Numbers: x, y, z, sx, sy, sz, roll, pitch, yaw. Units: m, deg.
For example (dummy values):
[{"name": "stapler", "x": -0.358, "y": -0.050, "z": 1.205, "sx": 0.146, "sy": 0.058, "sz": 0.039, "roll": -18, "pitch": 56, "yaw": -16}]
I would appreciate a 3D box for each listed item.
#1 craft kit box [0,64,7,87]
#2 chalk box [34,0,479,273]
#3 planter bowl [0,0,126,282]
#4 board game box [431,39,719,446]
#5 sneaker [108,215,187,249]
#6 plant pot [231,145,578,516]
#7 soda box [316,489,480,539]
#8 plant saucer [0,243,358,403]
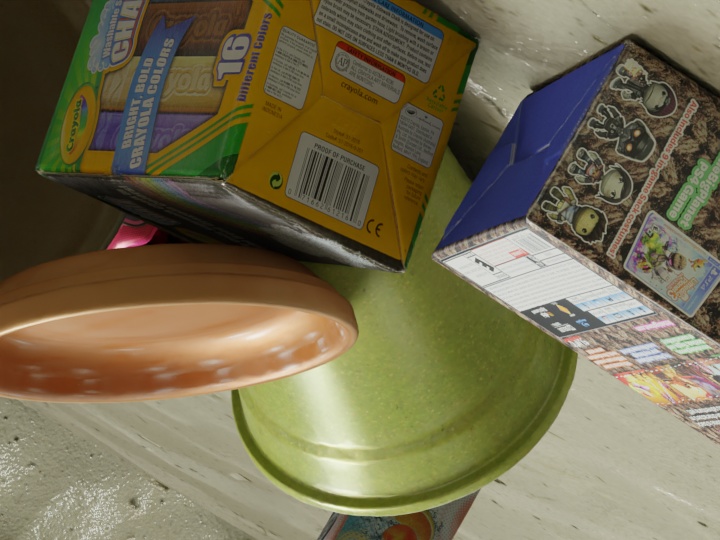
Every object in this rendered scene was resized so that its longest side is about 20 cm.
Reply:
[{"name": "craft kit box", "x": -0.228, "y": -0.155, "z": 1.668, "sx": 0.200, "sy": 0.049, "sz": 0.198, "roll": 35, "pitch": -174, "yaw": -19}, {"name": "chalk box", "x": -0.064, "y": -0.081, "z": 1.418, "sx": 0.124, "sy": 0.124, "sz": 0.200, "roll": 25, "pitch": 169, "yaw": -38}, {"name": "planter bowl", "x": -0.233, "y": -0.066, "z": 1.517, "sx": 0.200, "sy": 0.200, "sz": 0.135, "roll": 36, "pitch": 154, "yaw": -23}, {"name": "board game box", "x": 0.156, "y": -0.001, "z": 1.348, "sx": 0.200, "sy": 0.097, "sz": 0.159, "roll": 33, "pitch": 168, "yaw": -9}, {"name": "sneaker", "x": -0.072, "y": -0.024, "z": 1.703, "sx": 0.200, "sy": 0.075, "sz": 0.081, "roll": 8, "pitch": 141, "yaw": -31}, {"name": "plant pot", "x": 0.000, "y": 0.000, "z": 1.568, "sx": 0.200, "sy": 0.200, "sz": 0.184, "roll": 23, "pitch": 155, "yaw": 32}, {"name": "soda box", "x": 0.052, "y": 0.090, "z": 1.713, "sx": 0.064, "sy": 0.200, "sz": 0.068, "roll": 32, "pitch": 169, "yaw": -4}, {"name": "plant saucer", "x": -0.102, "y": 0.025, "z": 1.431, "sx": 0.200, "sy": 0.038, "sz": 0.200, "roll": -5, "pitch": 166, "yaw": -1}]
